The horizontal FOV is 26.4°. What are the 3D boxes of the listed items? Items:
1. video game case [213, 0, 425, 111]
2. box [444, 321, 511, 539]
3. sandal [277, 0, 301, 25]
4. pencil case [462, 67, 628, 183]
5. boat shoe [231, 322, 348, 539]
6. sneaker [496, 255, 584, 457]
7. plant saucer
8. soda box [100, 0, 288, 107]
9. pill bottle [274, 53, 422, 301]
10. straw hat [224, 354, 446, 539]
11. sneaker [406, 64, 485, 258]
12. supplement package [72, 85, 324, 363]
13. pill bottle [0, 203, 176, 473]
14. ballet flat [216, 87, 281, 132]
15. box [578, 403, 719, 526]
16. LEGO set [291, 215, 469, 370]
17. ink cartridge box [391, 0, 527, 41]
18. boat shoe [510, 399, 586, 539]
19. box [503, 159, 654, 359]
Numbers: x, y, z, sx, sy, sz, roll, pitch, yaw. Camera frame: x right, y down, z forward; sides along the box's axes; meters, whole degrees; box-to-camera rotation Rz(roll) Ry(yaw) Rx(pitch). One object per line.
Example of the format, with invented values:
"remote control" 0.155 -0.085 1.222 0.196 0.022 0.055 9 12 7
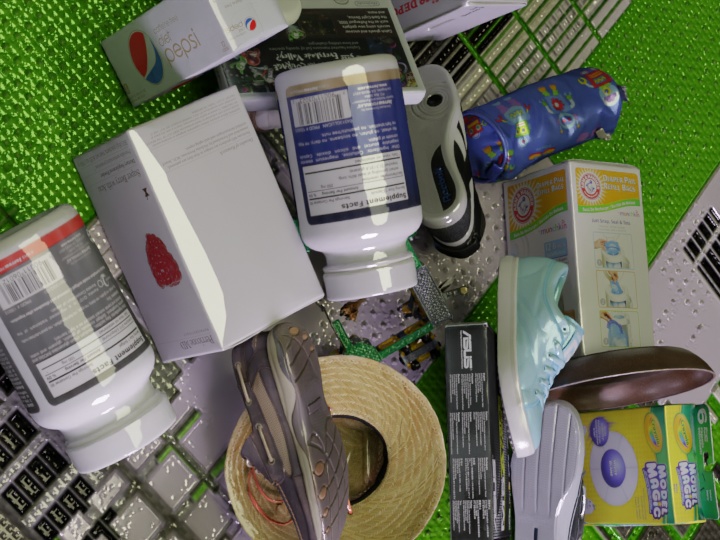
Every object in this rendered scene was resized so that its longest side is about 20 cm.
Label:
"video game case" -0.055 -0.230 1.435 0.198 0.023 0.183 -5 61 -27
"box" 0.113 0.159 1.456 0.047 0.193 0.202 -2 80 8
"sandal" -0.134 -0.266 1.382 0.202 0.050 0.082 37 39 22
"pencil case" 0.189 -0.152 1.609 0.199 0.078 0.087 -23 70 -33
"boat shoe" -0.063 0.147 1.337 0.074 0.073 0.202 -16 94 -65
"sneaker" 0.172 0.076 1.456 0.074 0.081 0.202 59 29 -67
"plant saucer" 0.255 0.109 1.541 0.199 0.200 0.032 3 73 -34
"soda box" -0.146 -0.202 1.317 0.063 0.199 0.069 -31 99 -32
"pill bottle" -0.006 -0.080 1.335 0.110 0.111 0.202 -13 96 -35
"straw hat" -0.023 0.173 1.405 0.199 0.085 0.203 0 86 -1
"sneaker" 0.080 -0.100 1.542 0.112 0.072 0.202 60 22 -52
"supplement package" -0.142 -0.038 1.341 0.119 0.121 0.202 -28 97 -34
"pill bottle" -0.240 0.057 1.262 0.116 0.115 0.201 -34 102 -33
"ballet flat" -0.058 -0.174 1.445 0.200 0.072 0.068 -38 148 -36
"box" 0.276 0.196 1.538 0.048 0.199 0.119 1 81 -34
"LEGO set" 0.000 0.000 1.461 0.153 0.116 0.201 -37 101 -2
"ink cartridge box" 0.078 -0.341 1.525 0.083 0.145 0.202 -6 86 -35
"boat shoe" 0.192 0.224 1.548 0.071 0.071 0.202 -15 115 -61
"box" 0.225 -0.003 1.588 0.101 0.112 0.202 3 80 -33
